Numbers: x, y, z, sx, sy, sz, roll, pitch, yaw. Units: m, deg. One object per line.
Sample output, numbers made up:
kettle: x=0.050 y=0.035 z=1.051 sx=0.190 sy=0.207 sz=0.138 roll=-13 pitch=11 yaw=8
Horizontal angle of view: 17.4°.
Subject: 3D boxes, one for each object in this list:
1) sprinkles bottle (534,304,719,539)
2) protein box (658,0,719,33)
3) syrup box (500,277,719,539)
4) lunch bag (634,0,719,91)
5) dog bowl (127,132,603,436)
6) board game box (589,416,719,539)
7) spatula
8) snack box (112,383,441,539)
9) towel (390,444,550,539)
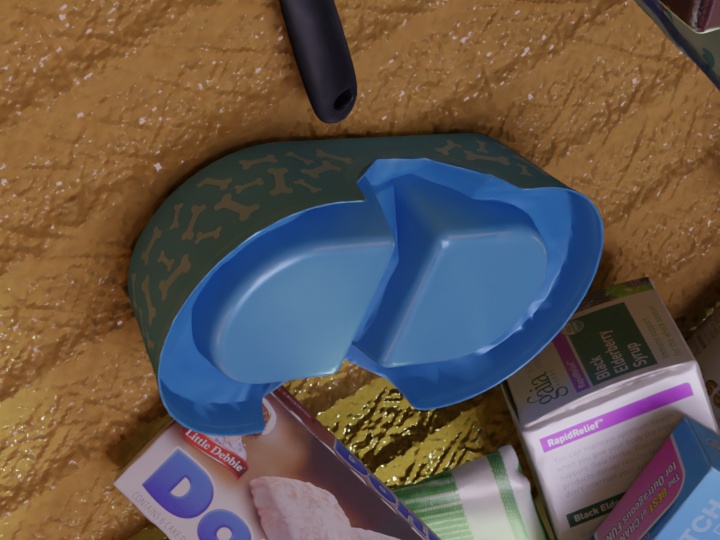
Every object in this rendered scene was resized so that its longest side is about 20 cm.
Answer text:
sprinkles bottle: x=0.158 y=0.072 z=1.086 sx=0.200 sy=0.068 sz=0.068 roll=-49 pitch=143 yaw=13
protein box: x=0.122 y=-0.192 z=0.643 sx=0.198 sy=0.200 sz=0.135 roll=-16 pitch=137 yaw=-28
syrup box: x=0.125 y=0.112 z=1.014 sx=0.081 sy=0.079 sz=0.201 roll=-20 pitch=118 yaw=0
lunch bag: x=0.175 y=-0.092 z=0.805 sx=0.160 sy=0.200 sz=0.083 roll=3 pitch=129 yaw=-44
dog bowl: x=0.000 y=0.000 z=0.883 sx=0.199 sy=0.050 sz=0.112 roll=-6 pitch=134 yaw=-38
board game box: x=0.138 y=0.177 z=0.981 sx=0.153 sy=0.040 sz=0.200 roll=28 pitch=109 yaw=-21
spatula: x=-0.022 y=-0.116 z=0.759 sx=0.056 sy=0.021 sz=0.200 roll=-41 pitch=149 yaw=-19
snack box: x=-0.001 y=0.125 z=0.923 sx=0.072 sy=0.200 sz=0.024 roll=-45 pitch=-174 yaw=10
towel: x=-0.014 y=0.143 z=1.002 sx=0.199 sy=0.023 sz=0.153 roll=-17 pitch=143 yaw=5
